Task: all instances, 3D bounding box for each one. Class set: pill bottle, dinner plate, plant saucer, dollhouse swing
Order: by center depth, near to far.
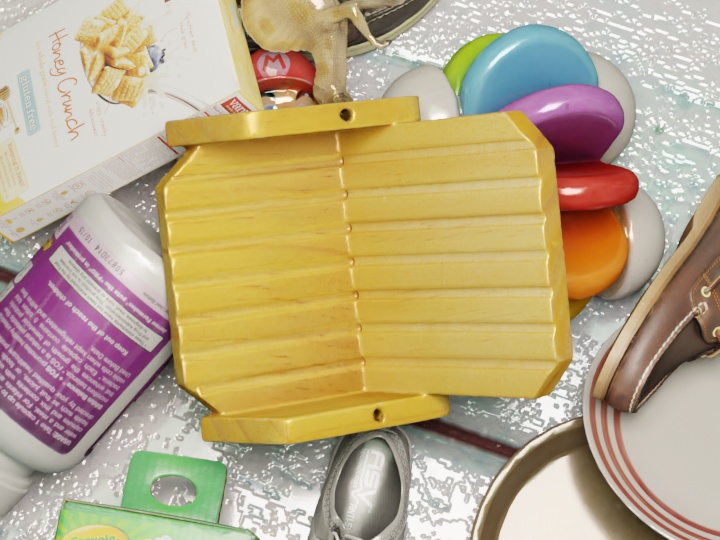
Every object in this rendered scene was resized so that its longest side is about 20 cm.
[{"bbox_3d":[0.000,0.000,1.210,0.181,0.176,0.201,-8,95,-28],"label":"dollhouse swing"},{"bbox_3d":[-0.194,0.057,1.301,0.112,0.112,0.200,42,93,9],"label":"pill bottle"},{"bbox_3d":[0.239,0.106,1.313,0.199,0.024,0.201,5,51,-6],"label":"dinner plate"},{"bbox_3d":[0.169,0.192,1.319,0.199,0.029,0.201,0,77,1],"label":"plant saucer"}]

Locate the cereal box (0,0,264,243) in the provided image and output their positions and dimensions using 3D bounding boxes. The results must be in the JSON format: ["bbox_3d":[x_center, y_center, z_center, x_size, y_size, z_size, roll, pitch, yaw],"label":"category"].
[{"bbox_3d":[-0.168,-0.123,1.335,0.200,0.040,0.144,-27,56,16],"label":"cereal box"}]

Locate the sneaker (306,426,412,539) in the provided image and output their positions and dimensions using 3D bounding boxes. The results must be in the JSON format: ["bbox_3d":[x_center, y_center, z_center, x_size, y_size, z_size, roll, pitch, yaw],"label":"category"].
[{"bbox_3d":[-0.011,0.187,1.292,0.074,0.082,0.201,7,77,2],"label":"sneaker"}]

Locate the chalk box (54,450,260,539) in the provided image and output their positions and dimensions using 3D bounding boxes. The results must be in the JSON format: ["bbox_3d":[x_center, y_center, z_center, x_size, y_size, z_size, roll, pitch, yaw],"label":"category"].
[{"bbox_3d":[-0.129,0.212,1.266,0.124,0.124,0.201,8,77,2],"label":"chalk box"}]

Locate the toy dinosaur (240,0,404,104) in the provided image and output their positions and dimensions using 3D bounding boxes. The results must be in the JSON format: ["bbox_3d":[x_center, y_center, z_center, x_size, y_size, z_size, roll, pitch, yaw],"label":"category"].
[{"bbox_3d":[-0.038,-0.190,1.302,0.101,0.058,0.200,-32,83,13],"label":"toy dinosaur"}]

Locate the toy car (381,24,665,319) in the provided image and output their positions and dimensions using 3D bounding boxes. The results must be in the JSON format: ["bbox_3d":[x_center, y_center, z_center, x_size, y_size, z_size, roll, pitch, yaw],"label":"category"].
[{"bbox_3d":[0.114,-0.068,1.304,0.174,0.150,0.201,-6,76,-18],"label":"toy car"}]

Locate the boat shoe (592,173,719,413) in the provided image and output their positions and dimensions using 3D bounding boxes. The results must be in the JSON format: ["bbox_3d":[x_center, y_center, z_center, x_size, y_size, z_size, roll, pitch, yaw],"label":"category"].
[{"bbox_3d":[0.221,0.019,1.315,0.070,0.070,0.200,31,60,11],"label":"boat shoe"}]

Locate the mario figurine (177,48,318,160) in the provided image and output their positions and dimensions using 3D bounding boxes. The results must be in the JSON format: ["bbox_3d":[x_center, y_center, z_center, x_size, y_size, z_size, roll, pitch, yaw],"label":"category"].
[{"bbox_3d":[-0.051,-0.050,1.332,0.106,0.123,0.201,-10,81,41],"label":"mario figurine"}]

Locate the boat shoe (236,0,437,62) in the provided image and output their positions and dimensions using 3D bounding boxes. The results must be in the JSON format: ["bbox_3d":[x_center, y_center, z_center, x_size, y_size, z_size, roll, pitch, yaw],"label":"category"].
[{"bbox_3d":[-0.034,-0.181,1.388,0.199,0.065,0.073,-23,76,-6],"label":"boat shoe"}]
